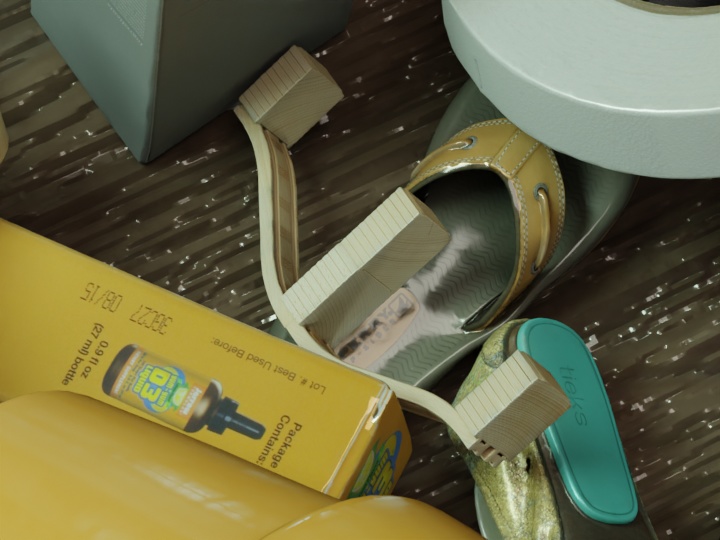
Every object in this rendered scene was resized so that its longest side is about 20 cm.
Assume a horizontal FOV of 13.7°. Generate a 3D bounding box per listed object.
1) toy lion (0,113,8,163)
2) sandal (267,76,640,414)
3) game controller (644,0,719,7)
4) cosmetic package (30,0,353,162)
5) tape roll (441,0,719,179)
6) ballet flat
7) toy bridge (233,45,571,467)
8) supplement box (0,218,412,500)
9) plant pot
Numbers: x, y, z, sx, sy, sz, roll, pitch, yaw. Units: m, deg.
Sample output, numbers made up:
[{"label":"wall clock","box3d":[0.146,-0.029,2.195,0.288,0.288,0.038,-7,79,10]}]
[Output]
[{"label":"toy lion","box3d":[-0.229,-0.027,1.020,0.190,0.069,0.201,-3,43,16]},{"label":"sandal","box3d":[0.038,-0.019,1.129,0.200,0.055,0.082,-44,81,-10]},{"label":"game controller","box3d":[0.146,-0.153,1.197,0.199,0.042,0.105,-21,76,-12]},{"label":"cosmetic package","box3d":[-0.057,-0.128,1.084,0.107,0.200,0.090,-35,81,-18]},{"label":"tape roll","box3d":[0.129,-0.119,1.095,0.201,0.037,0.204,-7,48,8]},{"label":"ballet flat","box3d":[0.077,0.110,1.075,0.070,0.071,0.201,-11,54,-10]},{"label":"toy bridge","box3d":[0.000,0.000,1.093,0.067,0.027,0.200,-43,51,9]},{"label":"supplement box","box3d":[-0.083,0.043,1.069,0.199,0.069,0.067,22,69,21]},{"label":"plant pot","box3d":[-0.060,0.135,0.942,0.183,0.201,0.200,34,70,32]}]
